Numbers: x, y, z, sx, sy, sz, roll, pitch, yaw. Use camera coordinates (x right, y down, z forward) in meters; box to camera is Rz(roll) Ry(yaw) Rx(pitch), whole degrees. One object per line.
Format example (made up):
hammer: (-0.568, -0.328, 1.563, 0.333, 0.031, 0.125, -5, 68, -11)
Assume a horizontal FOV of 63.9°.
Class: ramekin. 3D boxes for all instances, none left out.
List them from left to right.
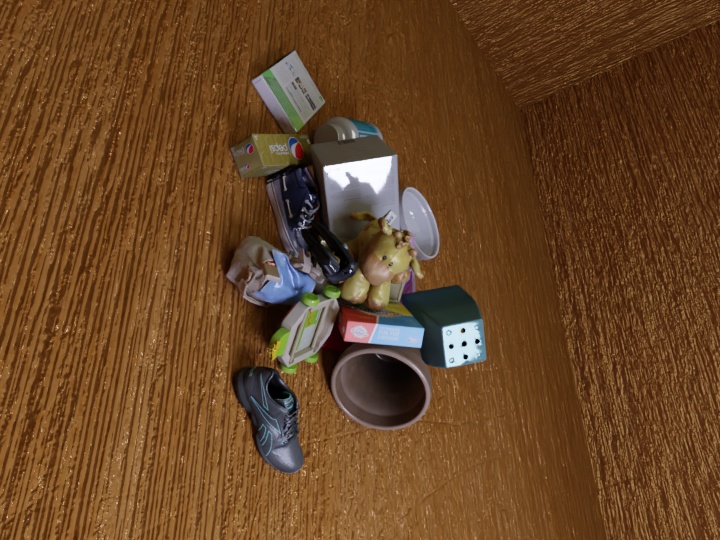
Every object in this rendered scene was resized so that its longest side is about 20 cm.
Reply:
ramekin: (0.122, -0.115, 1.565, 0.200, 0.105, 0.201, 36, 45, -46)

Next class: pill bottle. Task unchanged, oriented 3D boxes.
pill bottle: (-0.032, -0.317, 1.421, 0.200, 0.110, 0.111, -14, 85, -60)

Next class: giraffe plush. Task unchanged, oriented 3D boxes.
giraffe plush: (0.042, -0.023, 1.079, 0.172, 0.162, 0.201, 23, 88, -18)

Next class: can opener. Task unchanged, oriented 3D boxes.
can opener: (-0.060, -0.043, 1.059, 0.079, 0.063, 0.200, 63, -3, -35)

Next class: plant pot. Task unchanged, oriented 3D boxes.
plant pot: (0.052, 0.199, 1.200, 0.201, 0.199, 0.175, 60, 22, -18)
plant pot: (0.190, 0.128, 1.251, 0.200, 0.140, 0.142, -140, -139, -76)

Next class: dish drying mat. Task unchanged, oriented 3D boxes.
dish drying mat: (-0.074, 0.122, 1.193, 0.200, 0.018, 0.077, 26, 53, -51)

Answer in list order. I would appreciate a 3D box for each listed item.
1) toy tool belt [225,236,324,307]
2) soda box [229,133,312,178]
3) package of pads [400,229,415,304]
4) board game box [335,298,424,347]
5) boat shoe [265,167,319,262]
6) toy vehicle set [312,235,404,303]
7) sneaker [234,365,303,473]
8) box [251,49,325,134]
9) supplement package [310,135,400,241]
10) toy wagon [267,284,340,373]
toy tool belt: (-0.132, 0.016, 1.041, 0.200, 0.123, 0.126, 20, 91, -52)
soda box: (-0.174, -0.237, 1.189, 0.200, 0.064, 0.068, -24, 94, -60)
package of pads: (0.071, 0.015, 1.330, 0.120, 0.075, 0.201, -40, 140, -36)
board game box: (0.028, 0.097, 1.165, 0.200, 0.152, 0.041, -130, -131, -73)
boat shoe: (-0.119, -0.113, 1.177, 0.075, 0.092, 0.201, -27, 96, -60)
toy vehicle set: (0.000, 0.000, 1.191, 0.199, 0.125, 0.027, 6, 24, -19)
sneaker: (-0.138, 0.248, 0.957, 0.201, 0.079, 0.075, 65, 30, -12)
box: (-0.162, -0.413, 1.340, 0.145, 0.036, 0.200, 57, 31, -22)
supplement package: (-0.011, -0.157, 1.209, 0.151, 0.151, 0.201, -118, -160, -59)
toy wagon: (-0.107, 0.109, 1.042, 0.200, 0.039, 0.156, -17, 131, -58)
